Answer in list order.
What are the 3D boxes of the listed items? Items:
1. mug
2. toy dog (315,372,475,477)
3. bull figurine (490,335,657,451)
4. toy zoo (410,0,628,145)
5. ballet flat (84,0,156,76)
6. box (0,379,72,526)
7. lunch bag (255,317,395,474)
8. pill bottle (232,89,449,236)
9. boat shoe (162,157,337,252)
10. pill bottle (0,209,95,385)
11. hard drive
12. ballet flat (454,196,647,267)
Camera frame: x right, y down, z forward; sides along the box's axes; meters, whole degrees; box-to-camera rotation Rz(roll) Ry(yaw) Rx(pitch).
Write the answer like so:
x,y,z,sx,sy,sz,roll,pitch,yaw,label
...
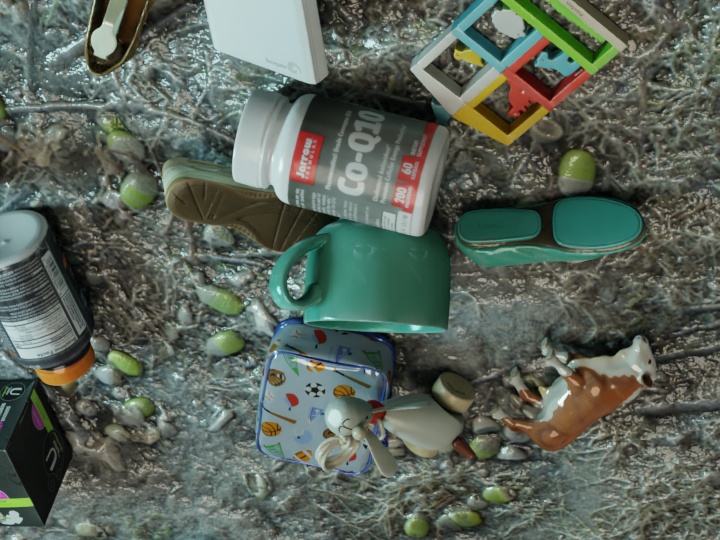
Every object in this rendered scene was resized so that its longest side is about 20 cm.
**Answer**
x,y,z,sx,sy,sz,roll,pitch,yaw,label
0.011,0.001,1.645,0.152,0.115,0.185,0,173,26,mug
0.056,0.182,1.786,0.200,0.096,0.132,-17,137,-30,toy dog
0.240,0.133,1.785,0.121,0.065,0.200,31,129,-10,bull figurine
0.141,-0.200,1.534,0.131,0.020,0.200,35,130,-19,toy zoo
-0.229,-0.264,1.524,0.068,0.072,0.200,22,132,-7,ballet flat
-0.488,0.230,1.996,0.199,0.124,0.149,-2,132,16,box
-0.038,0.151,1.858,0.160,0.076,0.200,10,133,0,lunch bag
-0.020,-0.111,1.583,0.199,0.114,0.114,14,133,6,pill bottle
-0.115,-0.074,1.679,0.200,0.065,0.072,14,122,-26,boat shoe
-0.368,0.038,1.806,0.106,0.106,0.200,-4,131,16,pill bottle
-0.100,-0.276,1.476,0.132,0.027,0.200,23,142,30,hard drive
0.199,-0.037,1.650,0.199,0.068,0.070,-2,155,14,ballet flat
